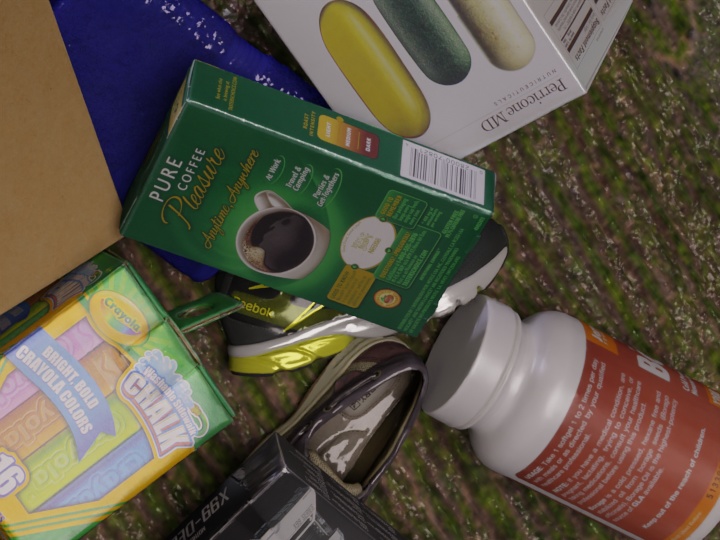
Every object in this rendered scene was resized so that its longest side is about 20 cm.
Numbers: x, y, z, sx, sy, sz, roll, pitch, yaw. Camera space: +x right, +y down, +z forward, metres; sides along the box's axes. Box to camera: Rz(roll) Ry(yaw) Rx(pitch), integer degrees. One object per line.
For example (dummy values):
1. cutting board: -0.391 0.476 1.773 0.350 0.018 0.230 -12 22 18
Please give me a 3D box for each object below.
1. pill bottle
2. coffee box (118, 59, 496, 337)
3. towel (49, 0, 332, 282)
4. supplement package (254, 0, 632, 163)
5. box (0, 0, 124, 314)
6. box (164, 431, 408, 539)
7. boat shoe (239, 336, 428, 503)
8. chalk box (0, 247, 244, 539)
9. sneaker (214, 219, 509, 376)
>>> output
1. pill bottle: 0.143 0.095 1.733 0.199 0.112 0.113 27 87 -18
2. coffee box: -0.032 -0.041 1.601 0.199 0.044 0.123 19 134 -12
3. towel: -0.124 -0.099 1.635 0.200 0.050 0.148 36 107 -27
4. supplement package: 0.041 -0.186 1.623 0.151 0.151 0.200 -27 107 29
5. box: -0.229 -0.066 1.552 0.163 0.021 0.201 -33 125 -25
6. box: -0.036 0.220 1.686 0.158 0.050 0.200 -43 115 10
7. boat shoe: -0.026 0.129 1.708 0.072 0.065 0.200 39 85 -20
8. chalk box: -0.164 0.066 1.630 0.200 0.124 0.124 -38 105 -11
9. sneaker: 0.000 0.000 1.699 0.199 0.074 0.085 -23 101 -14
